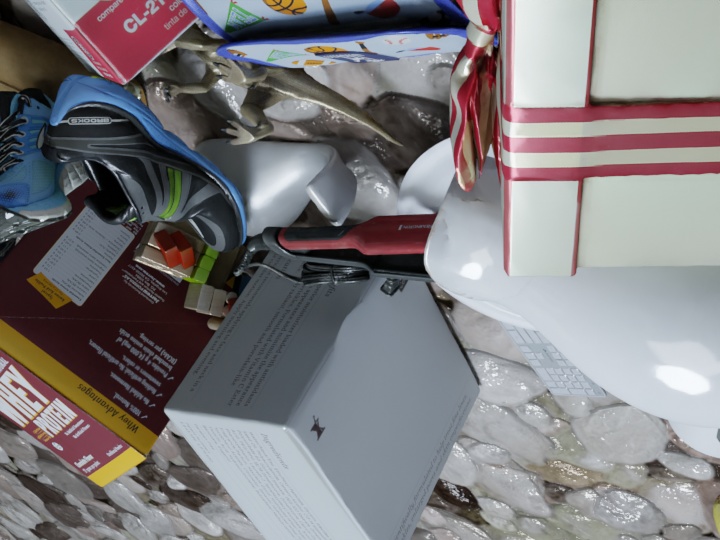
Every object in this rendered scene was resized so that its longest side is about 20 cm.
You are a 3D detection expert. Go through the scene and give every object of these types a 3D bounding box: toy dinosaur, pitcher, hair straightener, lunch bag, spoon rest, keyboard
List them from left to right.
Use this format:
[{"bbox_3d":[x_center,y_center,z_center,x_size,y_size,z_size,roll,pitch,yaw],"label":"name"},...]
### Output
[{"bbox_3d":[-0.065,-0.130,0.729,0.199,0.101,0.058,25,126,7],"label":"toy dinosaur"},{"bbox_3d":[-0.067,-0.067,0.860,0.200,0.061,0.099,5,138,53],"label":"spoon rest"},{"bbox_3d":[-0.020,-0.187,0.611,0.169,0.124,0.200,2,152,34],"label":"lunch bag"},{"bbox_3d":[0.000,0.000,0.776,0.199,0.041,0.077,-5,137,25],"label":"hair straightener"},{"bbox_3d":[0.128,0.034,0.864,0.056,0.011,0.200,-10,128,44],"label":"keyboard"},{"bbox_3d":[0.159,0.011,0.619,0.199,0.122,0.171,22,-176,31],"label":"pitcher"}]

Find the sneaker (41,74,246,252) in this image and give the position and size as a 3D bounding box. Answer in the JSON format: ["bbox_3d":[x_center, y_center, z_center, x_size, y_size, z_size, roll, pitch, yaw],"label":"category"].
[{"bbox_3d":[-0.158,-0.064,0.800,0.071,0.083,0.200,19,167,38],"label":"sneaker"}]

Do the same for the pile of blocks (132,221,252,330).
[{"bbox_3d":[-0.110,0.021,0.945,0.200,0.082,0.062,50,163,-16],"label":"pile of blocks"}]

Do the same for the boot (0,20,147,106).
[{"bbox_3d":[-0.268,-0.180,0.856,0.199,0.066,0.175,25,157,10],"label":"boot"}]

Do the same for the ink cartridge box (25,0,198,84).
[{"bbox_3d":[-0.197,-0.221,0.678,0.200,0.083,0.146,50,173,-25],"label":"ink cartridge box"}]

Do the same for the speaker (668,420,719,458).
[{"bbox_3d":[0.251,0.037,0.715,0.081,0.081,0.201,16,142,20],"label":"speaker"}]

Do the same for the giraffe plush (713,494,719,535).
[{"bbox_3d":[0.359,0.256,0.861,0.172,0.201,0.162,11,170,21],"label":"giraffe plush"}]

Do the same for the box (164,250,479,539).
[{"bbox_3d":[-0.021,0.106,0.900,0.130,0.199,0.200,2,136,36],"label":"box"}]

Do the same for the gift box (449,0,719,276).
[{"bbox_3d":[0.134,-0.115,0.516,0.186,0.201,0.185,-1,132,5],"label":"gift box"}]

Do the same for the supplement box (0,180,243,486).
[{"bbox_3d":[-0.240,0.050,0.995,0.197,0.200,0.133,39,145,-11],"label":"supplement box"}]

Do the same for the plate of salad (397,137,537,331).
[{"bbox_3d":[0.123,-0.028,0.752,0.199,0.048,0.201,15,143,11],"label":"plate of salad"}]

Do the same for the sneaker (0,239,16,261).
[{"bbox_3d":[-0.335,-0.055,1.021,0.198,0.080,0.130,7,127,32],"label":"sneaker"}]

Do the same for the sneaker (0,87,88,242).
[{"bbox_3d":[-0.252,-0.078,0.774,0.078,0.200,0.090,-20,112,3],"label":"sneaker"}]
